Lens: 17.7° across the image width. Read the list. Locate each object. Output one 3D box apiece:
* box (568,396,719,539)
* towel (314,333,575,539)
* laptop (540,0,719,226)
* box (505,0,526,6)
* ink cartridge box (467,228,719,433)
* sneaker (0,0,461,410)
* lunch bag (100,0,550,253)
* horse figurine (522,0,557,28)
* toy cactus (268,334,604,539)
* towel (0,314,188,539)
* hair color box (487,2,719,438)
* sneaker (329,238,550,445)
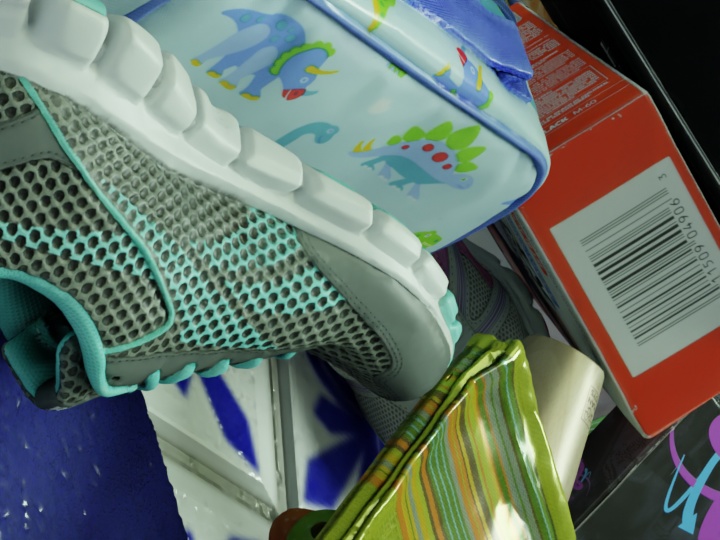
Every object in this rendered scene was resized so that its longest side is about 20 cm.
[{"bbox_3d":[0.126,0.143,0.914,0.200,0.143,0.036,47,-4,-39],"label":"box"},{"bbox_3d":[0.006,0.109,0.642,0.200,0.018,0.086,-50,129,-42],"label":"towel"},{"bbox_3d":[0.152,-0.080,0.818,0.188,0.116,0.200,60,1,7],"label":"laptop"},{"bbox_3d":[0.121,-0.148,1.092,0.200,0.044,0.160,31,-20,47],"label":"box"},{"bbox_3d":[0.125,0.003,1.090,0.200,0.084,0.146,7,63,-61],"label":"ink cartridge box"},{"bbox_3d":[-0.055,0.000,0.611,0.200,0.077,0.092,33,80,-39],"label":"sneaker"},{"bbox_3d":[-0.042,-0.057,0.716,0.200,0.160,0.083,27,45,-53],"label":"lunch bag"},{"bbox_3d":[0.062,-0.159,1.029,0.050,0.200,0.133,-29,125,-29],"label":"horse figurine"},{"bbox_3d":[0.038,0.100,0.766,0.200,0.102,0.166,43,69,-46],"label":"toy cactus"},{"bbox_3d":[-0.115,0.069,0.601,0.200,0.049,0.149,-27,104,-66],"label":"towel"},{"bbox_3d":[0.082,-0.026,0.877,0.111,0.064,0.200,59,2,-17],"label":"hair color box"},{"bbox_3d":[0.000,0.000,0.860,0.201,0.081,0.088,60,25,6],"label":"sneaker"}]
